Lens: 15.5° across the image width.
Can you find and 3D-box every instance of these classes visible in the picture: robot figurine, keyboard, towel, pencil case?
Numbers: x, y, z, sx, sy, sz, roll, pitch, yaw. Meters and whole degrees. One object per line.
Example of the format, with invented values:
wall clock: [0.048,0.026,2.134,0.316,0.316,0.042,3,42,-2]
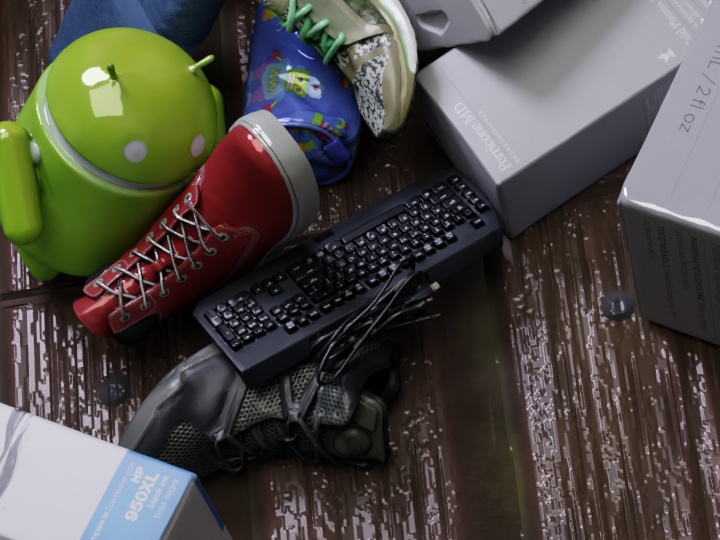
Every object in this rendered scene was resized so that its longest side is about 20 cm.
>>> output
robot figurine: [-0.165,-0.075,1.691,0.175,0.200,0.116,-12,64,-37]
keyboard: [0.000,0.000,1.641,0.200,0.040,0.104,-30,53,-15]
towel: [-0.140,-0.175,1.752,0.048,0.200,0.112,-6,56,-36]
pencil case: [-0.028,-0.157,1.771,0.087,0.078,0.201,-5,62,28]

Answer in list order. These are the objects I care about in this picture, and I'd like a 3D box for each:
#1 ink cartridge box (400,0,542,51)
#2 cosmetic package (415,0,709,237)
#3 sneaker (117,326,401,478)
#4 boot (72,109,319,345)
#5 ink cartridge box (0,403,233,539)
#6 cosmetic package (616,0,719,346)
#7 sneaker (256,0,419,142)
ink cartridge box: [0.111,-0.234,1.720,0.200,0.147,0.086,-37,103,-19]
cosmetic package: [0.145,-0.126,1.713,0.200,0.090,0.107,-34,64,-9]
sneaker: [-0.056,0.095,1.648,0.199,0.076,0.114,-34,55,-12]
boot: [-0.108,-0.017,1.636,0.144,0.200,0.073,-32,78,-23]
ink cartridge box: [-0.186,0.154,1.606,0.199,0.145,0.084,18,67,20]
cosmetic package: [0.283,-0.042,1.593,0.199,0.166,0.168,19,68,20]
sneaker: [-0.029,-0.167,1.693,0.088,0.077,0.201,-14,71,-23]
